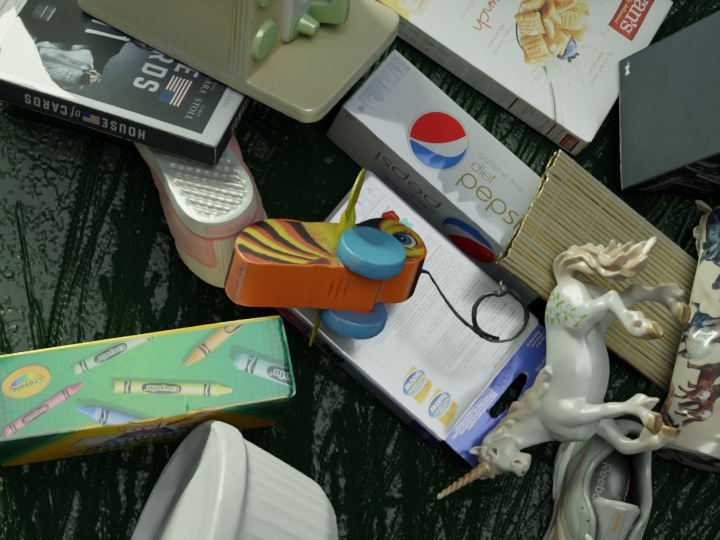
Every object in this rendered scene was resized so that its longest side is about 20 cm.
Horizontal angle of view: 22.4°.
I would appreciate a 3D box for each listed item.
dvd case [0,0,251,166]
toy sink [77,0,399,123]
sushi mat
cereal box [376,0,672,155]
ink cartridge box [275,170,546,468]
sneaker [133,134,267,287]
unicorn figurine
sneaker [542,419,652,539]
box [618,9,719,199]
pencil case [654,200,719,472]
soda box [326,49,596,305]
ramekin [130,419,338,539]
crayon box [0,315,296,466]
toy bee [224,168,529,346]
[{"bbox_3d":[-0.168,-0.157,1.282,0.199,0.025,0.151,17,50,7],"label":"dvd case"},{"bbox_3d":[-0.079,-0.214,1.253,0.199,0.112,0.130,29,52,16],"label":"toy sink"},{"bbox_3d":[0.185,0.003,1.320,0.200,0.012,0.096,35,76,-32],"label":"sushi mat"},{"bbox_3d":[0.123,-0.201,1.394,0.199,0.040,0.144,33,71,-2],"label":"cereal box"},{"bbox_3d":[0.041,0.038,1.319,0.200,0.042,0.119,40,74,3],"label":"ink cartridge box"},{"bbox_3d":[-0.118,-0.071,1.304,0.075,0.105,0.201,-19,51,-7],"label":"sneaker"},{"bbox_3d":[0.150,0.077,1.251,0.137,0.074,0.202,6,75,36],"label":"unicorn figurine"},{"bbox_3d":[0.162,0.197,1.278,0.075,0.092,0.202,12,75,-9],"label":"sneaker"},{"bbox_3d":[0.312,-0.117,1.313,0.181,0.200,0.105,5,79,-21],"label":"box"},{"bbox_3d":[0.267,0.052,1.326,0.089,0.078,0.202,13,85,27],"label":"pencil case"},{"bbox_3d":[0.073,-0.065,1.335,0.200,0.068,0.064,42,71,1],"label":"soda box"},{"bbox_3d":[-0.090,0.206,1.175,0.094,0.202,0.204,22,73,-17],"label":"ramekin"},{"bbox_3d":[-0.150,0.082,1.223,0.198,0.119,0.059,-8,78,-10],"label":"crayon box"},{"bbox_3d":[0.000,0.000,1.255,0.199,0.109,0.131,29,113,-25],"label":"toy bee"}]
